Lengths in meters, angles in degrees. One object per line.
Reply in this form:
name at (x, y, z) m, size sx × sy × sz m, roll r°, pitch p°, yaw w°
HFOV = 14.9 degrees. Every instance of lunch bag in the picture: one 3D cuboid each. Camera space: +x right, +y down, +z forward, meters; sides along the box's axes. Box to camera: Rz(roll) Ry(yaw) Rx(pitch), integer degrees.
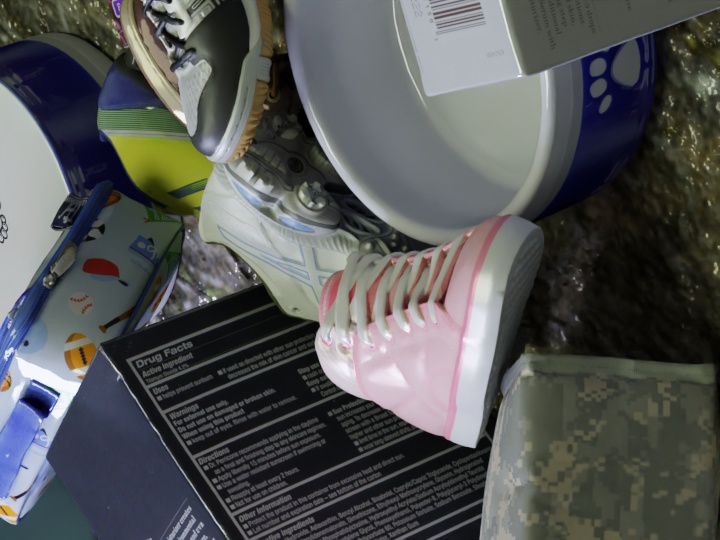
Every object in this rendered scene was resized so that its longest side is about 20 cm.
lunch bag at (0.115, 0.140, 1.385) m, size 0.200 × 0.117 × 0.165 m, roll 114°, pitch 160°, yaw -77°
lunch bag at (-0.179, 0.049, 1.612) m, size 0.075 × 0.161 × 0.200 m, roll 29°, pitch 137°, yaw -1°

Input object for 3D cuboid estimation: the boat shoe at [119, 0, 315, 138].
boat shoe at (-0.047, -0.095, 1.530) m, size 0.200 × 0.072 × 0.072 m, roll 48°, pitch 126°, yaw -5°

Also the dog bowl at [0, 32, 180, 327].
dog bowl at (-0.206, -0.047, 1.771) m, size 0.200 × 0.079 × 0.201 m, roll 27°, pitch 127°, yaw 42°

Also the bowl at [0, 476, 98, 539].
bowl at (-0.253, 0.201, 1.929) m, size 0.200 × 0.105 × 0.202 m, roll 26°, pitch 125°, yaw 43°

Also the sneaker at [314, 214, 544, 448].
sneaker at (0.028, 0.021, 1.367) m, size 0.104 × 0.076 × 0.200 m, roll 24°, pitch 156°, yaw 6°

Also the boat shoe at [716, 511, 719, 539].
boat shoe at (0.219, 0.089, 1.314) m, size 0.065 × 0.072 × 0.201 m, roll 37°, pitch 139°, yaw 28°

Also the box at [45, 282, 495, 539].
box at (-0.034, 0.119, 1.536) m, size 0.199 × 0.199 × 0.123 m, roll 55°, pitch 141°, yaw 19°

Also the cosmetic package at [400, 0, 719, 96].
cosmetic package at (0.107, -0.154, 1.223) m, size 0.071 × 0.199 × 0.102 m, roll -7°, pitch 101°, yaw 53°

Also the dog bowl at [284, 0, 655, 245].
dog bowl at (0.053, -0.119, 1.398) m, size 0.200 × 0.079 × 0.201 m, roll 27°, pitch 127°, yaw 42°

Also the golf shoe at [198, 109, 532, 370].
golf shoe at (0.000, 0.000, 1.501) m, size 0.200 × 0.078 × 0.097 m, roll 38°, pitch 135°, yaw -1°

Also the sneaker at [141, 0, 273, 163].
sneaker at (-0.099, -0.154, 1.446) m, size 0.076 × 0.087 × 0.201 m, roll 152°, pitch 115°, yaw -62°

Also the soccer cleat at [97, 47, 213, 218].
soccer cleat at (-0.091, -0.057, 1.628) m, size 0.200 × 0.064 × 0.084 m, roll 45°, pitch 124°, yaw 37°

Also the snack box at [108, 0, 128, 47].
snack box at (-0.087, -0.217, 1.560) m, size 0.200 × 0.053 × 0.143 m, roll -12°, pitch 96°, yaw 52°
